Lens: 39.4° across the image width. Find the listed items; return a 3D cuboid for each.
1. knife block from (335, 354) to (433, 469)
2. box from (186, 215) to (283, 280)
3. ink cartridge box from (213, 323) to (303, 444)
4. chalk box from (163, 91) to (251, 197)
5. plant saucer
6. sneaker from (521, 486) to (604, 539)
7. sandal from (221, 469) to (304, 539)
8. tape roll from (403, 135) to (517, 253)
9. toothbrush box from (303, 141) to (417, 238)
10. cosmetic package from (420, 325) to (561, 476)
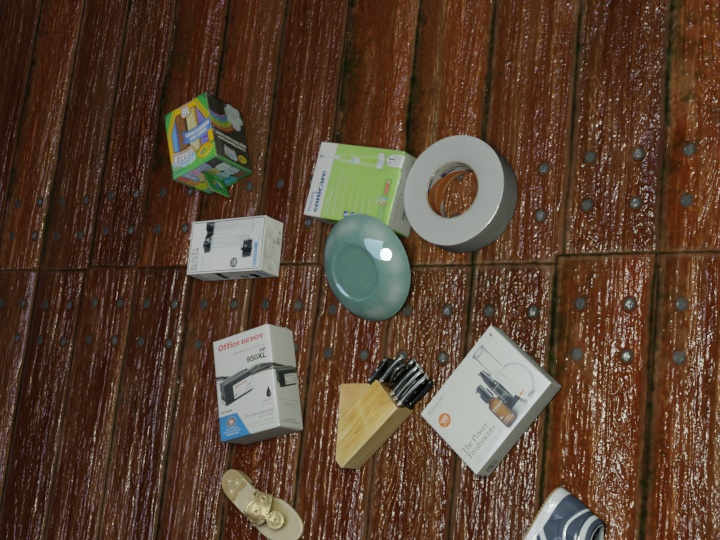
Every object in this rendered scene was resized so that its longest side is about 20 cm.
[{"bbox_3d":[0.048,0.252,1.778,0.174,0.064,0.202,-3,76,33],"label":"knife block"},{"bbox_3d":[-0.258,-0.043,2.055,0.198,0.060,0.118,-2,77,33],"label":"box"},{"bbox_3d":[-0.199,0.220,1.935,0.144,0.084,0.202,-19,68,28],"label":"ink cartridge box"},{"bbox_3d":[-0.317,-0.244,2.106,0.123,0.124,0.202,-22,66,26],"label":"chalk box"},{"bbox_3d":[0.000,0.000,1.836,0.199,0.039,0.203,13,112,34],"label":"plant saucer"},{"bbox_3d":[0.303,0.450,1.559,0.108,0.070,0.201,30,92,36],"label":"sneaker"},{"bbox_3d":[-0.203,0.445,1.889,0.211,0.069,0.078,31,95,35],"label":"sandal"},{"bbox_3d":[0.178,-0.135,1.791,0.199,0.066,0.203,-10,72,31],"label":"tape roll"},{"bbox_3d":[0.007,-0.153,1.894,0.198,0.086,0.147,11,85,34],"label":"toothbrush box"},{"bbox_3d":[0.216,0.218,1.687,0.201,0.052,0.151,-53,54,11],"label":"cosmetic package"}]
